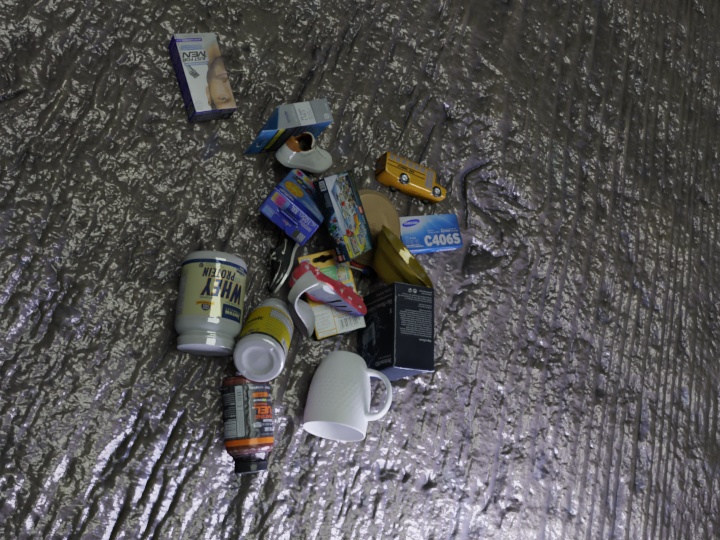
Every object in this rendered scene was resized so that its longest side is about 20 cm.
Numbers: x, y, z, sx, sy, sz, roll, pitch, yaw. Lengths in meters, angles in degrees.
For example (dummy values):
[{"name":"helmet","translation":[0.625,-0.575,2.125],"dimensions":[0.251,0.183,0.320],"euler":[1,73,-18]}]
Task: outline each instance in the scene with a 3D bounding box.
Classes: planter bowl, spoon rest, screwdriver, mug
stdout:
[{"name":"planter bowl","translation":[0.088,-0.008,1.727],"dimensions":[0.083,0.201,0.201],"euler":[-40,99,11]},{"name":"spoon rest","translation":[-0.136,0.081,1.588],"dimensions":[0.060,0.201,0.100],"euler":[-24,60,-26]},{"name":"screwdriver","translation":[0.000,0.000,1.715],"dimensions":[0.029,0.200,0.028],"euler":[38,98,19]},{"name":"mug","translation":[-0.023,0.284,1.596],"dimensions":[0.148,0.196,0.178],"euler":[59,35,-56]}]

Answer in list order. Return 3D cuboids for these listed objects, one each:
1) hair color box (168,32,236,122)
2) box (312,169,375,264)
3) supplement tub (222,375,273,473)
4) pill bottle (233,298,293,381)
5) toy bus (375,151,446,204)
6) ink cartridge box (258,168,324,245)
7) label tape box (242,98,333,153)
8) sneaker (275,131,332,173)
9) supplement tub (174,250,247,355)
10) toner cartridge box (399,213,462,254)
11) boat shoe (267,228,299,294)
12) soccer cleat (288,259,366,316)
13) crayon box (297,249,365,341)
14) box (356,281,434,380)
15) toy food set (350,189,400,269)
[{"name":"hair color box","translation":[-0.382,-0.468,1.684],"dimensions":[0.108,0.065,0.203],"euler":[-14,84,-32]},{"name":"box","translation":[-0.037,-0.132,1.679],"dimensions":[0.136,0.037,0.203],"euler":[-30,104,-59]},{"name":"supplement tub","translation":[-0.242,0.331,1.507],"dimensions":[0.105,0.107,0.204],"euler":[1,76,-28]},{"name":"pill bottle","translation":[-0.206,0.144,1.532],"dimensions":[0.111,0.111,0.201],"euler":[39,21,-13]},{"name":"toy bus","translation":[0.140,-0.249,1.910],"dimensions":[0.197,0.065,0.080],"euler":[18,66,-23]},{"name":"ink cartridge box","translation":[-0.152,-0.149,1.652],"dimensions":[0.136,0.076,0.201],"euler":[40,28,-9]},{"name":"label tape box","translation":[-0.186,-0.352,1.712],"dimensions":[0.197,0.143,0.067],"euler":[-15,83,-31]},{"name":"sneaker","translation":[-0.119,-0.295,1.730],"dimensions":[0.073,0.085,0.199],"euler":[50,27,17]},{"name":"supplement tub","translation":[-0.324,0.073,1.511],"dimensions":[0.143,0.145,0.204],"euler":[11,70,-26]},{"name":"toner cartridge box","translation":[0.182,-0.099,1.902],"dimensions":[0.197,0.043,0.097],"euler":[-7,78,-30]},{"name":"boat shoe","translation":[-0.187,-0.038,1.662],"dimensions":[0.060,0.074,0.202],"euler":[30,61,-18]},{"name":"soccer cleat","translation":[-0.076,0.055,1.641],"dimensions":[0.199,0.077,0.067],"euler":[34,24,-12]},{"name":"crayon box","translation":[-0.073,0.057,1.692],"dimensions":[0.124,0.052,0.203],"euler":[-13,82,-13]},{"name":"box","translation":[0.082,0.152,1.684],"dimensions":[0.116,0.196,0.204],"euler":[9,71,-25]},{"name":"toy food set","translation":[0.017,-0.107,1.793],"dimensions":[0.197,0.048,0.202],"euler":[-10,93,-30]}]
